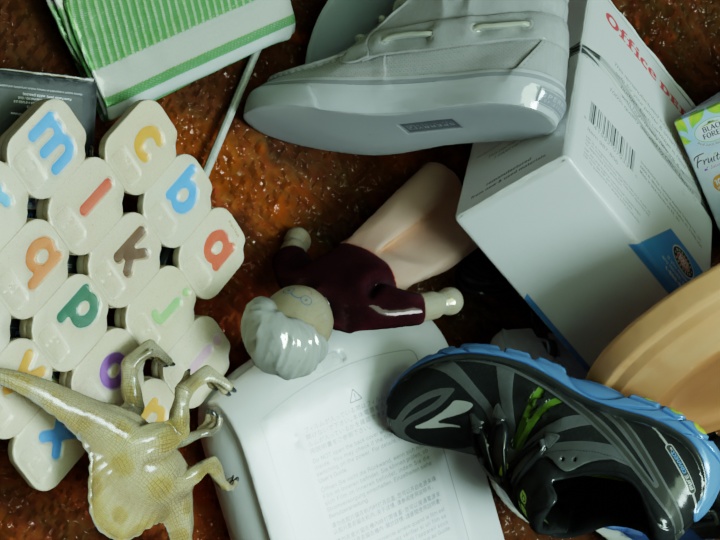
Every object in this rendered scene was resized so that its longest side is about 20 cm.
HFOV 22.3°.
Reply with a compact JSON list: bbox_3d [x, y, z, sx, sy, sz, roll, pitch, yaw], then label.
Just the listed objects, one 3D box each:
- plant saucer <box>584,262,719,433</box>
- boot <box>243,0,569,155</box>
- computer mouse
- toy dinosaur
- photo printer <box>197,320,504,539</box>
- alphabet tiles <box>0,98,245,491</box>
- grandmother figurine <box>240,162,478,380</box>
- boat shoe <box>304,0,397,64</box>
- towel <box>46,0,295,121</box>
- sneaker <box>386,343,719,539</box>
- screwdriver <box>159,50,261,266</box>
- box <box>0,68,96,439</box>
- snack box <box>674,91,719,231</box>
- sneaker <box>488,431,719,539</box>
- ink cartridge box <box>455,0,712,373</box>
[{"bbox_3d":[0.221,0.040,1.030,0.199,0.200,0.038,-13,63,-29],"label":"plant saucer"},{"bbox_3d":[0.029,-0.125,1.052,0.074,0.199,0.096,39,56,-58],"label":"boot"},{"bbox_3d":[0.116,0.063,1.106,0.109,0.044,0.201,12,46,-15],"label":"computer mouse"},{"bbox_3d":[-0.118,0.090,0.971,0.101,0.058,0.200,-56,129,-25],"label":"toy dinosaur"},{"bbox_3d":[-0.003,0.131,1.089,0.166,0.069,0.201,-22,101,-28],"label":"photo printer"},{"bbox_3d":[-0.145,0.011,0.986,0.196,0.015,0.200,-52,127,-29],"label":"alphabet tiles"},{"bbox_3d":[0.000,0.000,1.065,0.200,0.121,0.061,-38,129,-43],"label":"grandmother figurine"},{"bbox_3d":[0.037,-0.184,1.105,0.073,0.068,0.200,30,99,-1],"label":"boat shoe"},{"bbox_3d":[-0.127,-0.202,1.037,0.152,0.023,0.201,-29,101,-29],"label":"towel"},{"bbox_3d":[0.096,0.098,0.998,0.083,0.199,0.071,-55,146,-30],"label":"sneaker"},{"bbox_3d":[-0.088,-0.058,1.062,0.028,0.029,0.201,30,77,-27],"label":"screwdriver"},{"bbox_3d":[-0.241,-0.011,0.962,0.199,0.050,0.200,3,90,-31],"label":"box"},{"bbox_3d":[0.277,-0.059,1.192,0.143,0.053,0.200,65,29,-3],"label":"snack box"},{"bbox_3d":[0.172,0.125,1.143,0.200,0.111,0.077,32,48,-38],"label":"sneaker"},{"bbox_3d":[0.142,-0.057,1.108,0.145,0.084,0.200,48,33,-23],"label":"ink cartridge box"}]
